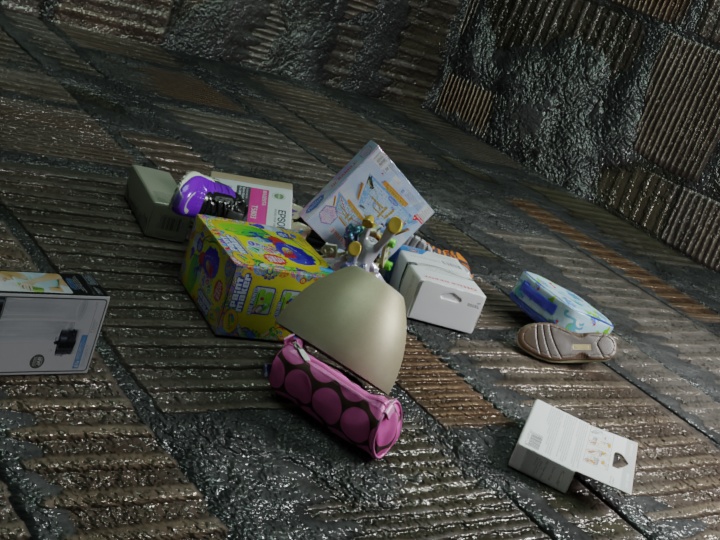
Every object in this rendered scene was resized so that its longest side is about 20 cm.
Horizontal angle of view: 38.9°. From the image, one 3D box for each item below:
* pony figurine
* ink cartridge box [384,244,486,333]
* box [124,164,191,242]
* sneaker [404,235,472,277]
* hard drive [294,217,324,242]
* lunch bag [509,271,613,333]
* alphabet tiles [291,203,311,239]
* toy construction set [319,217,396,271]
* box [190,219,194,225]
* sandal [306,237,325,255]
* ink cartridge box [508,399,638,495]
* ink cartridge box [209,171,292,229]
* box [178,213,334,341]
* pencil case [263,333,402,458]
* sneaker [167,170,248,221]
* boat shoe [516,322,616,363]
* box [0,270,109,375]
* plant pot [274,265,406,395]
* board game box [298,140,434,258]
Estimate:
[{"bbox_3d":[0.000,0.000,1.718,0.165,0.195,0.200,26,-12,-1],"label":"pony figurine"},{"bbox_3d":[0.142,0.032,2.000,0.143,0.085,0.200,14,18,-17],"label":"ink cartridge box"},{"bbox_3d":[-0.380,-0.128,1.912,0.081,0.069,0.200,11,20,-28],"label":"box"},{"bbox_3d":[0.152,-0.023,2.215,0.199,0.078,0.112,32,14,0],"label":"sneaker"},{"bbox_3d":[-0.087,-0.080,2.082,0.198,0.038,0.140,20,-2,-6],"label":"hard drive"},{"bbox_3d":[0.413,0.084,2.124,0.160,0.083,0.200,23,12,-38],"label":"lunch bag"},{"bbox_3d":[-0.199,-0.092,1.948,0.198,0.015,0.196,24,38,11],"label":"alphabet tiles"},{"bbox_3d":[0.002,-0.018,1.889,0.092,0.132,0.199,32,33,25],"label":"toy construction set"},{"bbox_3d":[-0.292,-0.122,2.049,0.109,0.035,0.200,24,18,8],"label":"box"},{"bbox_3d":[-0.148,-0.050,1.995,0.198,0.049,0.075,16,16,22],"label":"sandal"},{"bbox_3d":[0.326,0.279,1.548,0.175,0.045,0.200,24,18,12],"label":"ink cartridge box"},{"bbox_3d":[-0.209,-0.091,1.870,0.163,0.076,0.201,8,36,-8],"label":"ink cartridge box"},{"bbox_3d":[-0.165,0.015,1.648,0.191,0.123,0.200,8,21,-32],"label":"box"},{"bbox_3d":[-0.034,0.169,1.389,0.199,0.095,0.090,29,33,25],"label":"pencil case"},{"bbox_3d":[-0.244,-0.113,1.719,0.099,0.070,0.200,32,13,11],"label":"sneaker"},{"bbox_3d":[0.394,0.151,1.993,0.200,0.076,0.075,11,-16,-8],"label":"boat shoe"},{"bbox_3d":[-0.417,0.064,1.234,0.199,0.118,0.060,5,25,-43],"label":"box"},{"bbox_3d":[-0.008,0.074,1.507,0.199,0.135,0.200,33,-6,4],"label":"plant pot"},{"bbox_3d":[0.014,-0.111,1.971,0.200,0.199,0.041,46,-1,-34],"label":"board game box"}]
